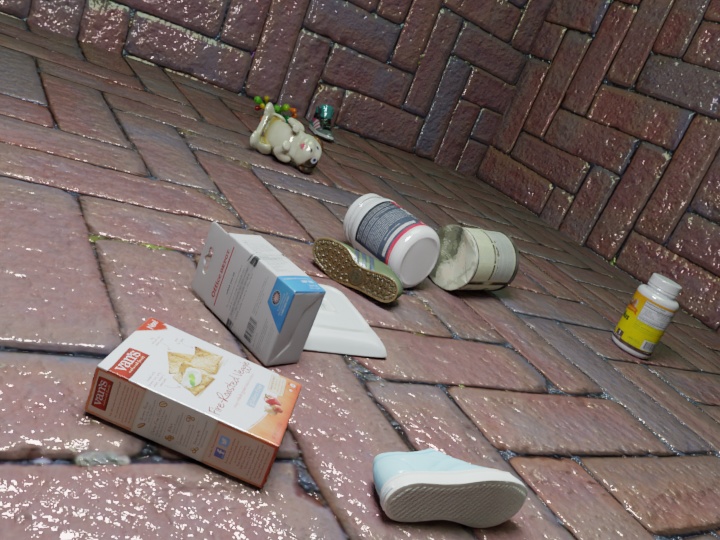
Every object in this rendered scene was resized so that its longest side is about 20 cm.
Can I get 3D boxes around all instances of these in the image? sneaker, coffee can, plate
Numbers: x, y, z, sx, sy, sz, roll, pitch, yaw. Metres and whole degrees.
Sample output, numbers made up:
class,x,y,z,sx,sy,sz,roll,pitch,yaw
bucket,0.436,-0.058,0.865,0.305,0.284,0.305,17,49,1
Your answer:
class,x,y,z,sx,sy,sz,roll,pitch,yaw
sneaker,0.102,0.235,0.752,0.196,0.075,0.082,16,22,-27
sneaker,-0.142,-0.609,2.685,0.082,0.123,0.200,11,22,-33
coffee can,0.268,-0.027,1.567,0.197,0.149,0.146,3,27,-48
sneaker,0.000,0.000,1.296,0.197,0.068,0.089,31,12,18
plate,-0.071,0.066,1.066,0.196,0.033,0.200,11,23,-34

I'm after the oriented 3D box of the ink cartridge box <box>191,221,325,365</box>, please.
class,x,y,z,sx,sy,sz,roll,pitch,yaw
ink cartridge box,-0.150,0.027,0.933,0.199,0.118,0.067,38,22,34

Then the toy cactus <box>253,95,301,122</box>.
class,x,y,z,sx,sy,sz,roll,pitch,yaw
toy cactus,-0.315,-0.583,2.485,0.195,0.105,0.165,19,0,-9

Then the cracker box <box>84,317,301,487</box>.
class,x,y,z,sx,sy,sz,roll,pitch,yaw
cracker box,-0.170,0.135,0.706,0.196,0.059,0.134,23,18,-2

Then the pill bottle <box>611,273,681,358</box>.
class,x,y,z,sx,sy,sz,roll,pitch,yaw
pill bottle,0.737,0.115,1.688,0.107,0.204,0.110,21,17,-7

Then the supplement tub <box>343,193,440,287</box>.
class,x,y,z,sx,sy,sz,roll,pitch,yaw
supplement tub,0.065,-0.068,1.433,0.138,0.143,0.199,5,26,-44

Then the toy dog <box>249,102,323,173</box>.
class,x,y,z,sx,sy,sz,roll,pitch,yaw
toy dog,-0.210,-0.371,1.971,0.196,0.142,0.195,25,-19,9
